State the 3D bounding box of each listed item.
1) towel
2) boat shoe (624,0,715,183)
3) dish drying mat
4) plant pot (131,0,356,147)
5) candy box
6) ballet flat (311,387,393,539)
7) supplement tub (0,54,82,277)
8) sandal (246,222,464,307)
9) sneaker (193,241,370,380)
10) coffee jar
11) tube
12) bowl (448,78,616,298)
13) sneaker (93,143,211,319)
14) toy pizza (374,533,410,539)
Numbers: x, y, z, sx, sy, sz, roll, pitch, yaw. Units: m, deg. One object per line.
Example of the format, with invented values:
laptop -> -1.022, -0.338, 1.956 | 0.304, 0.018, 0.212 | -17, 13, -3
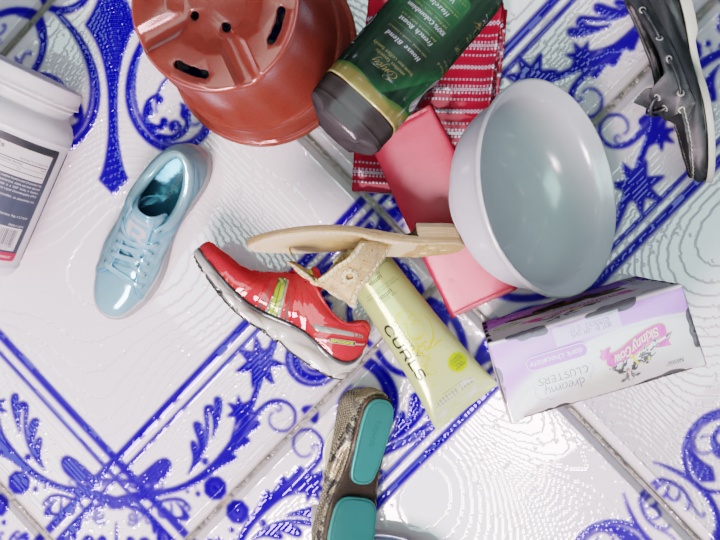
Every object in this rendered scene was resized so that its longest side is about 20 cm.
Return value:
towel -> 0.068, -0.174, 0.976 | 0.142, 0.022, 0.203 | 6, 92, 7
boat shoe -> 0.291, -0.178, 0.925 | 0.065, 0.074, 0.203 | -9, 90, 9
dish drying mat -> 0.081, -0.058, 0.965 | 0.076, 0.018, 0.202 | -24, 98, 15
plant pot -> -0.112, -0.226, 0.907 | 0.198, 0.195, 0.204 | 0, 92, 6
candy box -> 0.199, 0.064, 0.878 | 0.165, 0.200, 0.073 | -17, 90, 6
ballet flat -> -0.015, 0.216, 0.971 | 0.067, 0.075, 0.203 | 18, 78, -36
supplement tub -> -0.373, -0.108, 0.967 | 0.139, 0.140, 0.202 | 26, 94, 5
sandal -> 0.001, -0.001, 0.907 | 0.208, 0.078, 0.071 | -3, 78, -15
sneaker -> -0.077, 0.026, 0.981 | 0.199, 0.077, 0.085 | 36, 84, -3
coffee jar -> 0.039, -0.200, 0.903 | 0.085, 0.104, 0.201 | 40, 88, -3
tube -> 0.050, 0.055, 0.972 | 0.058, 0.052, 0.201 | -35, 90, 44
bowl -> 0.147, -0.069, 0.913 | 0.090, 0.199, 0.204 | -13, 90, 48
sneaker -> -0.223, -0.042, 0.981 | 0.073, 0.082, 0.202 | 27, 94, 6
toy pizza -> 0.021, 0.367, 0.991 | 0.197, 0.032, 0.204 | 0, 92, 8
